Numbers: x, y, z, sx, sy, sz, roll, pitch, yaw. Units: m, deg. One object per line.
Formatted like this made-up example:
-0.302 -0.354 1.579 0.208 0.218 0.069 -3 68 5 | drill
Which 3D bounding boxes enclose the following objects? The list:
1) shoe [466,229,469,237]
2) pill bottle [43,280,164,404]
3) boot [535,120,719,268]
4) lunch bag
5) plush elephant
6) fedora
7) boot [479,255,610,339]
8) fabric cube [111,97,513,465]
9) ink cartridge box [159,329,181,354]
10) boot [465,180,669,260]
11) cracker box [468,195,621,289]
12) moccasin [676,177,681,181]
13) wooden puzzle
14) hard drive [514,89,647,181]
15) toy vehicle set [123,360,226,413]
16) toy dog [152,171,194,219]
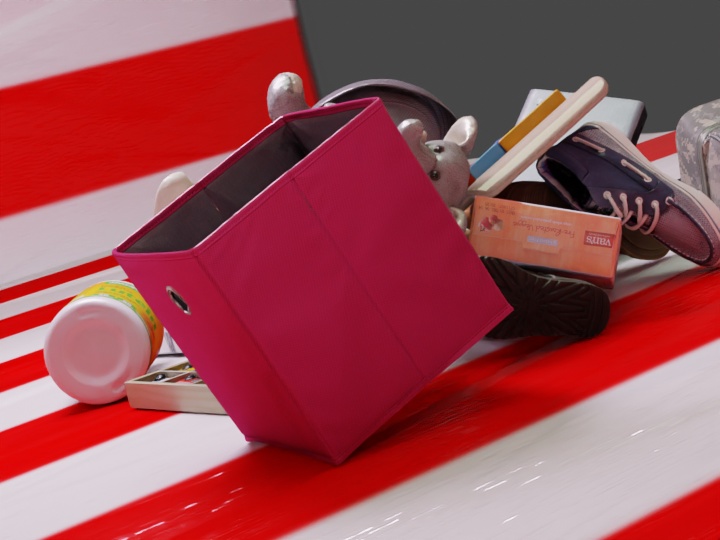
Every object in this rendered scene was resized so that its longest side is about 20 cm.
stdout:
0.164 -0.053 2.069 0.199 0.054 0.070 0 -5 -44 | shoe
-0.270 0.071 1.937 0.110 0.112 0.200 -14 7 2 | pill bottle
0.262 -0.060 1.740 0.090 0.200 0.073 -30 -29 -39 | boot
0.447 -0.110 1.853 0.198 0.141 0.168 -16 24 -12 | lunch bag
0.026 -0.082 1.604 0.154 0.166 0.200 -19 -38 24 | plush elephant
0.017 -0.089 1.750 0.175 0.091 0.201 0 -41 -12 | fedora
0.114 0.020 1.624 0.180 0.073 0.200 15 4 -21 | boot
-0.042 0.007 1.414 0.200 0.200 0.196 -40 17 -20 | fabric cube
-0.178 0.040 2.108 0.146 0.084 0.199 -20 9 -38 | ink cartridge box
0.211 -0.049 1.868 0.199 0.078 0.155 5 -7 -33 | boot
0.174 -0.024 1.676 0.133 0.058 0.200 10 -2 8 | cracker box
0.278 -0.057 2.001 0.198 0.069 0.080 -14 7 17 | moccasin
0.140 -0.111 1.772 0.185 0.037 0.200 -41 3 -21 | wooden puzzle
0.220 -0.107 1.985 0.138 0.033 0.201 10 60 28 | hard drive
-0.128 0.104 1.741 0.124 0.027 0.199 -19 9 -34 | toy vehicle set
-0.097 0.011 1.682 0.199 0.195 0.139 24 7 40 | toy dog
